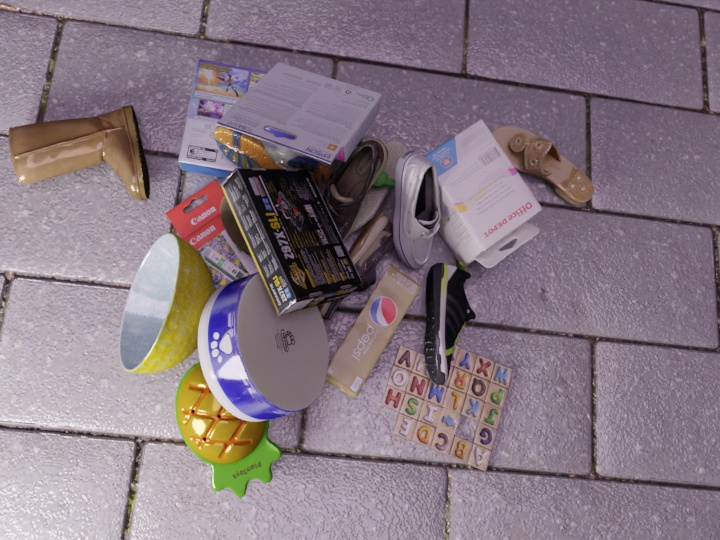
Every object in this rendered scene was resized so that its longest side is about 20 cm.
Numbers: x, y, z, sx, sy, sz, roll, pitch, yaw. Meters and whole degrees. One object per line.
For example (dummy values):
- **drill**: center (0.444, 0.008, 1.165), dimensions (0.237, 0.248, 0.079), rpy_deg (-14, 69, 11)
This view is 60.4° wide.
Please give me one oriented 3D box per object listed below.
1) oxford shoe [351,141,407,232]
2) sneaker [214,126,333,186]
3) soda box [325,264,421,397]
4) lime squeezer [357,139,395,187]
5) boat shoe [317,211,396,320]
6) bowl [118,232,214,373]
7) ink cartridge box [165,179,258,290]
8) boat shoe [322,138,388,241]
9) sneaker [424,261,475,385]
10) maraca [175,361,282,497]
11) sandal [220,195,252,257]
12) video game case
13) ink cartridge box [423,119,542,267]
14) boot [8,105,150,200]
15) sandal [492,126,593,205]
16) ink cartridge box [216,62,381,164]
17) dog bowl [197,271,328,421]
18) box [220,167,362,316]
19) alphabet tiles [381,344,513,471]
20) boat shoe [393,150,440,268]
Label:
- **oxford shoe**: center (0.009, -0.131, 1.042), dimensions (0.075, 0.058, 0.201), rpy_deg (41, 81, 0)
- **sneaker**: center (-0.134, -0.203, 0.997), dimensions (0.194, 0.076, 0.090), rpy_deg (19, 59, -4)
- **soda box**: center (0.018, 0.096, 0.983), dimensions (0.063, 0.068, 0.203), rpy_deg (33, 76, 2)
- **lime squeezer**: center (0.025, -0.183, 1.002), dimensions (0.070, 0.038, 0.202), rpy_deg (-37, 86, -7)
- **boat shoe**: center (0.000, 0.000, 1.002), dimensions (0.064, 0.072, 0.203), rpy_deg (36, 72, -9)
- **bowl**: center (-0.268, 0.060, 0.917), dimensions (0.106, 0.197, 0.207), rpy_deg (21, 73, -35)
- **ink cartridge box**: center (-0.221, -0.046, 0.995), dimensions (0.108, 0.050, 0.202), rpy_deg (-34, 84, -14)
- **boat shoe**: center (-0.029, -0.116, 0.965), dimensions (0.072, 0.065, 0.204), rpy_deg (32, 104, 14)
- **sneaker**: center (0.150, 0.081, 0.997), dimensions (0.080, 0.072, 0.207), rpy_deg (6, 73, -8)
- **maraca**: center (-0.193, 0.227, 0.909), dimensions (0.134, 0.107, 0.205), rpy_deg (-24, 89, -5)
- **sandal**: center (-0.132, -0.050, 0.969), dimensions (0.210, 0.070, 0.078), rpy_deg (39, 102, -19)
- **video game case**: center (-0.193, -0.247, 1.049), dimensions (0.193, 0.046, 0.188), rpy_deg (9, 78, -5)
- **ink cartridge box**: center (0.191, -0.111, 1.023), dimensions (0.126, 0.125, 0.203), rpy_deg (-31, 83, -12)
- **boot**: center (-0.447, -0.171, 0.994), dimensions (0.194, 0.067, 0.180), rpy_deg (-15, 67, -11)
- **sandal**: center (0.327, -0.199, 1.081), dimensions (0.209, 0.070, 0.079), rpy_deg (36, 75, 2)
- **ink cartridge box**: center (-0.089, -0.234, 0.952), dimensions (0.191, 0.044, 0.202), rpy_deg (21, 50, 13)
- **dog bowl**: center (-0.133, 0.106, 0.884), dimensions (0.077, 0.198, 0.207), rpy_deg (-17, 76, 31)
- **box**: center (-0.095, -0.049, 0.889), dimensions (0.158, 0.049, 0.205), rpy_deg (-12, 73, -53)
- **alphabet tiles**: center (0.138, 0.205, 1.004), dimensions (0.194, 0.008, 0.172), rpy_deg (21, 76, -2)
- **boat shoe**: center (0.093, -0.083, 0.976), dimensions (0.072, 0.205, 0.065), rpy_deg (-29, 40, -24)
